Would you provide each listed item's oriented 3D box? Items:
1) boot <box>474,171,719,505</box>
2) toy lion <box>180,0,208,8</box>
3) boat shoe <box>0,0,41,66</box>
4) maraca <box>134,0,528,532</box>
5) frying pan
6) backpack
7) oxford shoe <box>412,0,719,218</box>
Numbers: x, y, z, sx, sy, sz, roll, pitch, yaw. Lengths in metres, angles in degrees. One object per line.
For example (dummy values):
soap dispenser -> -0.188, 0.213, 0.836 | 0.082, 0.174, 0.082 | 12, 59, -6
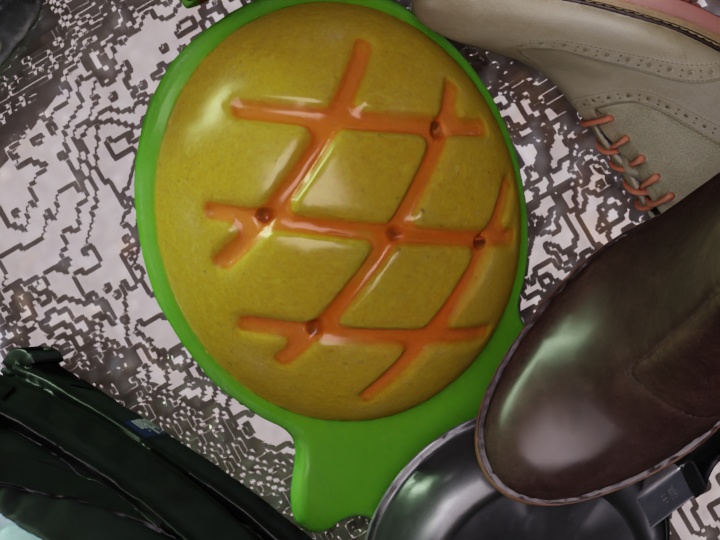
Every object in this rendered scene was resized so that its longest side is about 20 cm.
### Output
boot -> 0.108, 0.003, 0.684 | 0.200, 0.166, 0.072 | -38, 82, 6
toy lion -> 0.031, -0.149, 0.724 | 0.200, 0.192, 0.069 | -28, 93, 32
boat shoe -> -0.186, -0.033, 0.815 | 0.071, 0.072, 0.200 | 33, 105, -21
maraca -> 0.000, 0.000, 0.785 | 0.137, 0.107, 0.200 | -27, 107, -12
frying pan -> 0.093, 0.097, 0.801 | 0.190, 0.031, 0.115 | -10, 110, -13
backpack -> -0.068, 0.126, 0.746 | 0.200, 0.163, 0.154 | 20, 94, 13
oxford shoe -> 0.104, -0.054, 0.776 | 0.200, 0.071, 0.074 | 19, 95, -10
